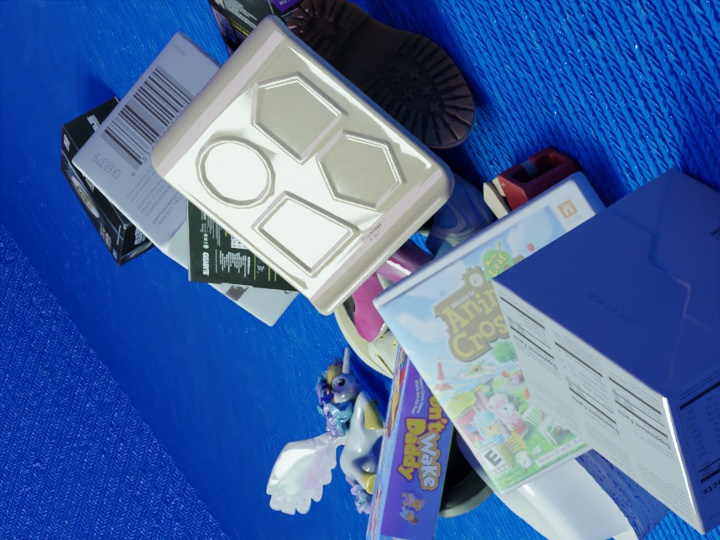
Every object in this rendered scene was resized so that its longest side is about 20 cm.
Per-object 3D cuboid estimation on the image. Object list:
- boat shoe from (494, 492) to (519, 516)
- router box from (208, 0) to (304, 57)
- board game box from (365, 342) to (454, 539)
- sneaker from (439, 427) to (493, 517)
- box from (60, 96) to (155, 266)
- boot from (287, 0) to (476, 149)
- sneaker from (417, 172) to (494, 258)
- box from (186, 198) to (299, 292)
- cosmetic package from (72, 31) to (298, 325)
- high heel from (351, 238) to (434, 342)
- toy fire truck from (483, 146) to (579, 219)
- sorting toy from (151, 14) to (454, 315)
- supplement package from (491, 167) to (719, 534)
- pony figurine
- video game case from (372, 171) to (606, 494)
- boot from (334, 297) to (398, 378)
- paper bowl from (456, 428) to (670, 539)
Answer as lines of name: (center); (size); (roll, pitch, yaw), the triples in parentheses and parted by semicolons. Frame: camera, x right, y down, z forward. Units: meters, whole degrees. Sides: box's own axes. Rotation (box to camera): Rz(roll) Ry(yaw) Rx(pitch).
boat shoe: (0.118, 0.150, 1.976); (0.200, 0.072, 0.062); (38, 132, -13)
router box: (-0.080, -0.221, 2.002); (0.200, 0.051, 0.150); (41, 156, 54)
board game box: (0.046, 0.129, 1.766); (0.134, 0.044, 0.202); (166, 114, -87)
sneaker: (0.079, 0.113, 1.870); (0.074, 0.201, 0.107); (-18, 122, 29)
box: (-0.327, -0.117, 2.935); (0.164, 0.086, 0.200); (58, 165, 8)
boot: (0.034, -0.147, 1.777); (0.200, 0.075, 0.107); (40, 176, 37)
sneaker: (0.037, -0.078, 1.865); (0.200, 0.072, 0.072); (45, 161, 46)
box: (-0.069, -0.055, 1.868); (0.201, 0.158, 0.050); (94, 180, -56)
cosmetic package: (-0.128, -0.085, 2.067); (0.165, 0.165, 0.200); (41, -177, 37)
high heel: (0.000, 0.000, 1.866); (0.096, 0.068, 0.200); (35, 165, 2)
toy fire truck: (0.131, -0.027, 1.702); (0.142, 0.049, 0.200); (64, 165, -15)
sorting toy: (-0.046, -0.084, 1.738); (0.200, 0.037, 0.185); (42, 126, -5)
supplement package: (0.208, 0.045, 1.381); (0.200, 0.155, 0.112); (37, 153, 54)
pony figurine: (-0.001, 0.204, 2.425); (0.200, 0.165, 0.195); (-141, 57, -60)
video game case: (0.133, 0.050, 1.614); (0.199, 0.022, 0.183); (-31, 95, 31)
boot: (0.052, 0.061, 2.074); (0.200, 0.072, 0.155); (47, 163, 18)
paper bowl: (0.157, 0.144, 1.751); (0.201, 0.104, 0.201); (43, 170, 9)
